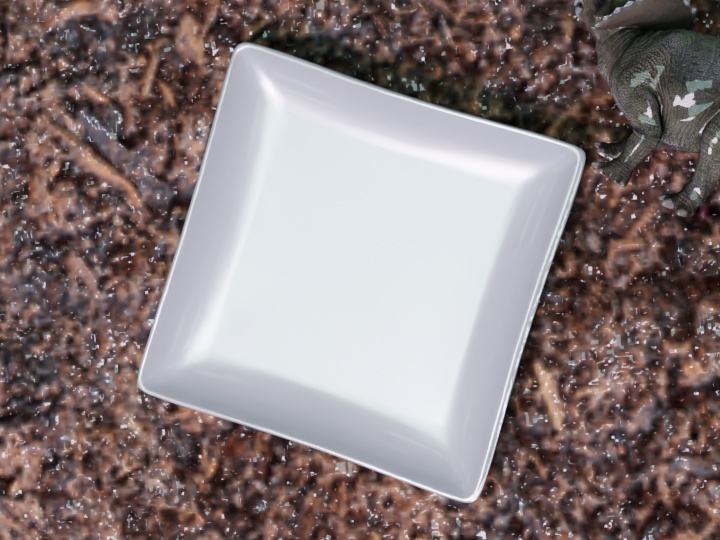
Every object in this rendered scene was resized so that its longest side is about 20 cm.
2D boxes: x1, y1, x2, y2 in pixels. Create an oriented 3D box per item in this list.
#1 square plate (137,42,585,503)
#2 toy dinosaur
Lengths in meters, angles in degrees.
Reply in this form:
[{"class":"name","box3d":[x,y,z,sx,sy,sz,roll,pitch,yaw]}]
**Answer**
[{"class":"square plate","box3d":[0.000,0.000,1.591,0.199,0.028,0.199,18,97,11]},{"class":"toy dinosaur","box3d":[0.181,-0.081,1.524,0.200,0.077,0.102,31,105,12]}]
